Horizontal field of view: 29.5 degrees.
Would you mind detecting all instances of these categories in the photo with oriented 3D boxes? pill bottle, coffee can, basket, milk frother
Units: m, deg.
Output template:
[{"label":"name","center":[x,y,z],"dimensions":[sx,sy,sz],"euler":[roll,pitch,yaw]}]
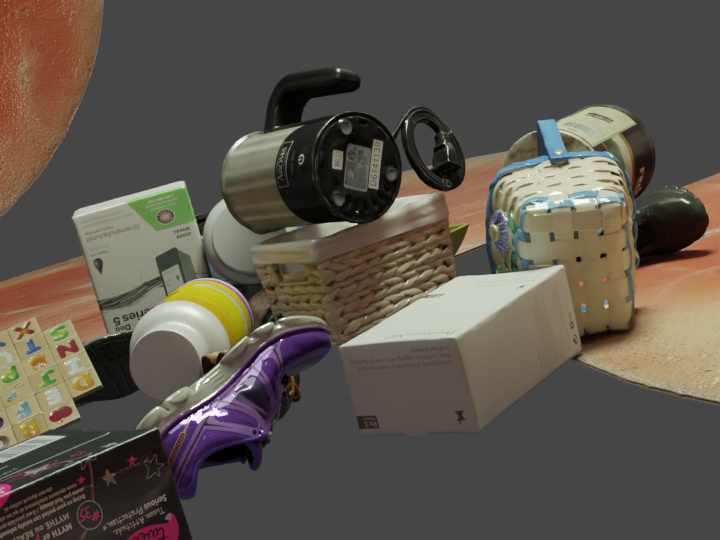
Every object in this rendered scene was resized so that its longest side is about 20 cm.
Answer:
[{"label":"pill bottle","center":[-0.139,-0.039,1.700],"dimensions":[0.114,0.115,0.200],"euler":[-16,0,-5]},{"label":"coffee can","center":[0.289,-0.132,1.810],"dimensions":[0.146,0.147,0.200],"euler":[-10,10,33]},{"label":"pill bottle","center":[-0.178,0.075,1.424],"dimensions":[0.104,0.105,0.200],"euler":[-14,8,8]},{"label":"basket","center":[0.184,-0.035,1.257],"dimensions":[0.138,0.177,0.200],"euler":[-6,18,7]},{"label":"milk frother","center":[-0.015,-0.113,1.518],"dimensions":[0.200,0.181,0.188],"euler":[30,-18,-32]},{"label":"basket","center":[0.000,0.000,1.535],"dimensions":[0.199,0.124,0.135],"euler":[-22,11,-35]}]

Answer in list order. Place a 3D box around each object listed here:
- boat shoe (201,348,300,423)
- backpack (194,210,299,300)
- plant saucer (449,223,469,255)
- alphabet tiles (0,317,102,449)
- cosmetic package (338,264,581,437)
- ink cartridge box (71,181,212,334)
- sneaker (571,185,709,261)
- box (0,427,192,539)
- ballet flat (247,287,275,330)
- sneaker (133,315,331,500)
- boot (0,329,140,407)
[{"label":"boat shoe","center":[-0.089,0.098,1.244],"dimensions":[0.072,0.072,0.200],"euler":[-17,4,-18]},{"label":"backpack","center":[-0.146,-0.031,1.906],"dimensions":[0.177,0.151,0.200],"euler":[-21,4,-28]},{"label":"plant saucer","center":[0.019,-0.003,1.783],"dimensions":[0.199,0.048,0.199],"euler":[-10,10,37]},{"label":"alphabet tiles","center":[-0.366,0.121,1.442],"dimensions":[0.166,0.006,0.200],"euler":[-24,38,-13]},{"label":"cosmetic package","center":[0.085,0.063,1.103],"dimensions":[0.112,0.082,0.200],"euler":[-8,10,33]},{"label":"ink cartridge box","center":[-0.263,0.005,1.718],"dimensions":[0.145,0.201,0.084],"euler":[-16,11,-6]},{"label":"sneaker","center":[0.281,-0.032,1.474],"dimensions":[0.200,0.076,0.091],"euler":[-17,14,43]},{"label":"box","center":[-0.211,0.176,0.774],"dimensions":[0.200,0.115,0.132],"euler":[-21,9,-41]},{"label":"ballet flat","center":[-0.059,0.000,1.637],"dimensions":[0.200,0.068,0.067],"euler":[-38,42,-19]},{"label":"sneaker","center":[-0.092,0.112,1.088],"dimensions":[0.200,0.083,0.081],"euler":[-39,-12,-32]},{"label":"boot","center":[-0.330,0.110,1.548],"dimensions":[0.203,0.074,0.154],"euler":[-23,16,-21]}]
